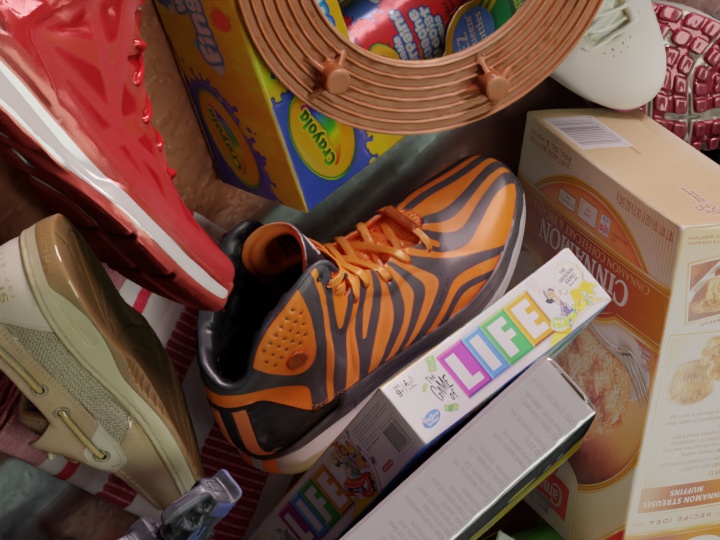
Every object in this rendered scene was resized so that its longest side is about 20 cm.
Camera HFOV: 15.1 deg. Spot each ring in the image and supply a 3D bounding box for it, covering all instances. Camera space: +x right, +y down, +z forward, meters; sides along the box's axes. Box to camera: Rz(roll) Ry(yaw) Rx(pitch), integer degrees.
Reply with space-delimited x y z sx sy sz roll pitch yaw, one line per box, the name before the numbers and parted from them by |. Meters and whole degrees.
ring | 0.035 -0.155 1.232 0.199 0.019 0.202 -10 116 -21

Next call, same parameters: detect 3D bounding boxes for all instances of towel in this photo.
towel | -0.084 0.052 1.329 0.200 0.023 0.145 31 83 -44

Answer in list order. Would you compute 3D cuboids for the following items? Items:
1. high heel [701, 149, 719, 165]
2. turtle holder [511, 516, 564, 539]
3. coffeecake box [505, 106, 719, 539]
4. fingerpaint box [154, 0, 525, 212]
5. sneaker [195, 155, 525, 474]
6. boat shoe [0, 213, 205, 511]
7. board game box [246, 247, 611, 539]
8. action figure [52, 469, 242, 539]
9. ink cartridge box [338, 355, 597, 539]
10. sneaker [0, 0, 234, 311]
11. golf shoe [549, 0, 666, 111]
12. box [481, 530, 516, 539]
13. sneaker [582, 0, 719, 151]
high heel | 0.202 0.025 1.565 0.142 0.071 0.202 -7 108 -32
turtle holder | 0.149 0.190 1.513 0.185 0.141 0.132 -21 138 -49
coffeecake box | 0.137 0.036 1.413 0.073 0.153 0.201 -5 116 -28
fingerpaint box | -0.017 -0.158 1.284 0.167 0.073 0.201 -38 126 -27
sneaker | 0.000 0.000 1.310 0.200 0.077 0.112 -49 141 -18
boat shoe | -0.125 0.052 1.236 0.065 0.072 0.200 -22 141 6
board game box | 0.028 0.078 1.324 0.134 0.200 0.034 -35 81 -34
action figure | -0.154 0.135 1.238 0.200 0.105 0.193 -47 140 11
ink cartridge box | 0.023 0.128 1.291 0.200 0.047 0.198 -43 174 -4
sneaker | -0.103 -0.078 1.216 0.200 0.078 0.116 46 71 -33
golf shoe | 0.103 -0.151 1.369 0.075 0.092 0.200 -37 120 -1
box | 0.104 0.219 1.439 0.199 0.137 0.040 32 50 -23
sneaker | 0.191 -0.103 1.503 0.199 0.075 0.081 15 105 -30
